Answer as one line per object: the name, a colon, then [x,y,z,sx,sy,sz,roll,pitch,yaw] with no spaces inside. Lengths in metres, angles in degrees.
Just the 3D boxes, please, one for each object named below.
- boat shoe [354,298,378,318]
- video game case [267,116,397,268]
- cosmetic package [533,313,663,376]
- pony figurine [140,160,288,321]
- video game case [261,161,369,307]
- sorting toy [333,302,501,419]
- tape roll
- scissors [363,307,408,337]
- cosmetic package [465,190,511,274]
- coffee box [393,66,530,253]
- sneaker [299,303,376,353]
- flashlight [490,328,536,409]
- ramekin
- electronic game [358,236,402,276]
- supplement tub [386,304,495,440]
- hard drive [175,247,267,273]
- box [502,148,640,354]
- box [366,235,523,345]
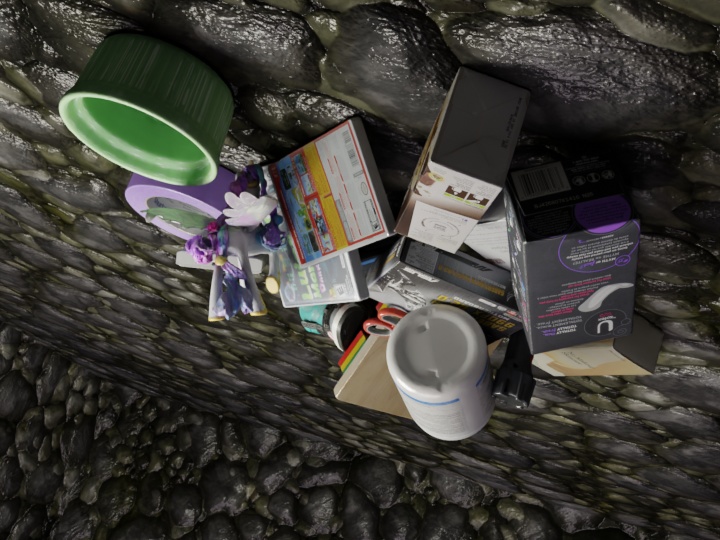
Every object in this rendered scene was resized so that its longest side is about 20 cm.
boat shoe: [0.016,0.034,1.539,0.065,0.072,0.200,51,-174,36]
video game case: [-0.040,-0.091,1.140,0.017,0.144,0.200,-18,180,-37]
cosmetic package: [0.345,0.110,1.405,0.105,0.071,0.200,30,158,-27]
pony figurine: [-0.164,-0.041,1.179,0.165,0.201,0.193,-3,-175,20]
video game case: [-0.073,-0.052,1.231,0.023,0.201,0.181,-19,-173,-37]
sorting toy: [0.083,0.123,1.404,0.198,0.200,0.070,20,-154,-31]
tape roll: [-0.254,-0.105,1.406,0.199,0.066,0.200,16,161,6]
scissors: [0.087,0.102,1.317,0.200,0.014,0.073,31,137,-34]
cosmetic package: [0.208,-0.039,1.133,0.200,0.074,0.101,34,156,-34]
coffee box: [0.103,-0.110,0.981,0.079,0.114,0.200,20,160,-1]
sneaker: [-0.045,0.069,1.459,0.120,0.084,0.200,31,172,16]
flashlight: [0.233,0.088,1.258,0.067,0.201,0.068,17,162,2]
ramekin: [-0.250,-0.194,1.111,0.199,0.098,0.200,17,161,6]
electronic game: [0.000,0.000,1.346,0.199,0.042,0.200,-19,170,-3]
supplement tub: [0.113,0.141,1.240,0.131,0.133,0.200,13,157,17]
hard drive: [-0.219,-0.023,1.498,0.131,0.026,0.200,6,-175,-3]
box: [0.228,-0.016,1.002,0.121,0.107,0.201,-11,139,4]
box: [0.119,0.027,1.210,0.199,0.049,0.158,23,157,-11]
